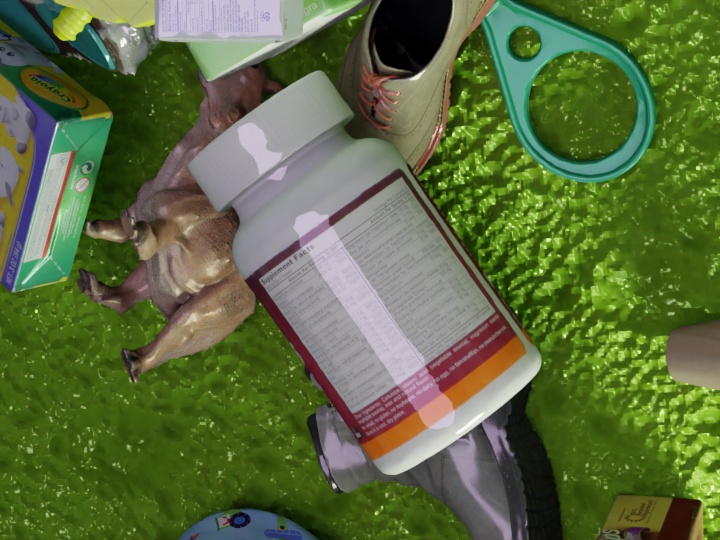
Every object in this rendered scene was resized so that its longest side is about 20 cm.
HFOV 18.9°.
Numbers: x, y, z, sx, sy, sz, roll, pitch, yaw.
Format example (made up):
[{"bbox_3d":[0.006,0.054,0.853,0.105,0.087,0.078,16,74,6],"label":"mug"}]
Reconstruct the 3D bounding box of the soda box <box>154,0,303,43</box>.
[{"bbox_3d":[-0.061,-0.209,1.018,0.063,0.068,0.202,2,98,7],"label":"soda box"}]

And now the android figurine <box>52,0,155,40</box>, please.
[{"bbox_3d":[-0.104,-0.206,1.079,0.182,0.041,0.200,42,102,0],"label":"android figurine"}]

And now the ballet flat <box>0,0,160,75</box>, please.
[{"bbox_3d":[-0.162,-0.156,1.226,0.200,0.071,0.072,26,114,50],"label":"ballet flat"}]

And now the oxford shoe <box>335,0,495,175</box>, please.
[{"bbox_3d":[0.014,-0.109,1.196,0.070,0.075,0.201,30,121,14],"label":"oxford shoe"}]

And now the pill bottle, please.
[{"bbox_3d":[0.000,0.000,1.162,0.109,0.110,0.201,-35,90,20],"label":"pill bottle"}]

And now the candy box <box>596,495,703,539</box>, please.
[{"bbox_3d":[0.162,0.241,1.224,0.056,0.117,0.202,3,104,15],"label":"candy box"}]

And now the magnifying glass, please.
[{"bbox_3d":[0.087,-0.134,1.210,0.080,0.022,0.200,-42,91,20],"label":"magnifying glass"}]

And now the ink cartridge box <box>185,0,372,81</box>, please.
[{"bbox_3d":[-0.078,-0.216,1.169,0.084,0.145,0.201,-27,94,18],"label":"ink cartridge box"}]

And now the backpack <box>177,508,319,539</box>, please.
[{"bbox_3d":[-0.059,0.251,1.281,0.200,0.134,0.183,42,109,6],"label":"backpack"}]

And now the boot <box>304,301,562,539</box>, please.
[{"bbox_3d":[0.041,0.117,1.264,0.130,0.068,0.202,-10,92,22],"label":"boot"}]

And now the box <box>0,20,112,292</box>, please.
[{"bbox_3d":[-0.232,-0.091,1.253,0.200,0.048,0.118,39,124,32],"label":"box"}]

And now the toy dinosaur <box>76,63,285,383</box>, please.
[{"bbox_3d":[-0.089,-0.014,1.260,0.086,0.135,0.201,44,143,44],"label":"toy dinosaur"}]

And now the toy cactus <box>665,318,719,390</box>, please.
[{"bbox_3d":[0.250,0.041,1.179,0.164,0.102,0.202,0,106,35],"label":"toy cactus"}]
